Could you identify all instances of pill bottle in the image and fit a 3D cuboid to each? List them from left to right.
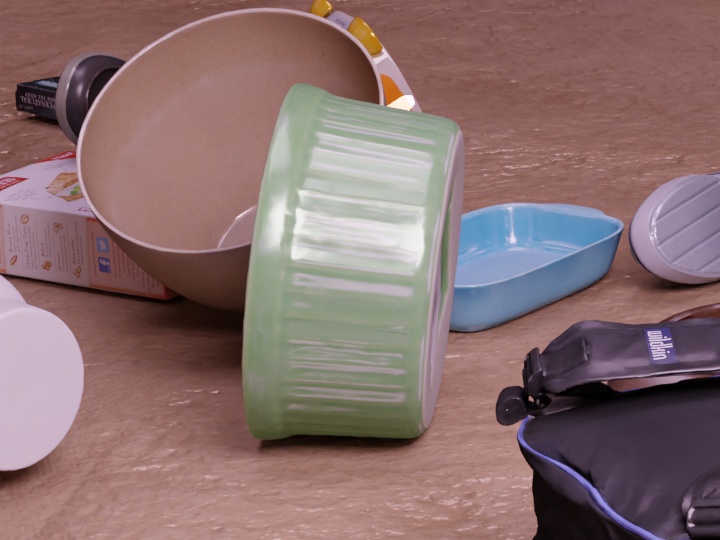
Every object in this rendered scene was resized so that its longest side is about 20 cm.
[{"bbox_3d":[-0.251,0.048,1.418,0.119,0.120,0.200,-19,23,-41],"label":"pill bottle"}]

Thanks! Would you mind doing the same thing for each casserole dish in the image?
[{"bbox_3d":[0.087,-0.002,1.651,0.121,0.039,0.200,12,24,40],"label":"casserole dish"}]

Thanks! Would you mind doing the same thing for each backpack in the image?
[{"bbox_3d":[0.182,0.110,1.079,0.190,0.155,0.200,-17,26,-14],"label":"backpack"}]

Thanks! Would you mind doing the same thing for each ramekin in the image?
[{"bbox_3d":[0.000,0.000,1.406,0.097,0.201,0.200,7,18,6],"label":"ramekin"}]

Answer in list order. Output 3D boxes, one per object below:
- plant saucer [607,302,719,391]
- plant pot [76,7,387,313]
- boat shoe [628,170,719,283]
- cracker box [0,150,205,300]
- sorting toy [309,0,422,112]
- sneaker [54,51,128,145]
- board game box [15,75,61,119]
[{"bbox_3d":[0.242,0.053,1.455,0.199,0.032,0.200,-4,18,1],"label":"plant saucer"},{"bbox_3d":[-0.066,-0.050,1.620,0.199,0.135,0.201,-9,51,11],"label":"plant pot"},{"bbox_3d":[0.232,-0.030,1.692,0.062,0.072,0.200,-22,-2,40],"label":"boat shoe"},{"bbox_3d":[-0.173,-0.035,1.774,0.199,0.058,0.134,8,20,34],"label":"cracker box"},{"bbox_3d":[-0.069,-0.129,2.043,0.180,0.107,0.200,-28,23,-12],"label":"sorting toy"},{"bbox_3d":[-0.135,-0.107,1.869,0.106,0.075,0.200,12,-7,32],"label":"sneaker"},{"bbox_3d":[-0.188,-0.147,2.187,0.135,0.028,0.200,-16,21,-40],"label":"board game box"}]
